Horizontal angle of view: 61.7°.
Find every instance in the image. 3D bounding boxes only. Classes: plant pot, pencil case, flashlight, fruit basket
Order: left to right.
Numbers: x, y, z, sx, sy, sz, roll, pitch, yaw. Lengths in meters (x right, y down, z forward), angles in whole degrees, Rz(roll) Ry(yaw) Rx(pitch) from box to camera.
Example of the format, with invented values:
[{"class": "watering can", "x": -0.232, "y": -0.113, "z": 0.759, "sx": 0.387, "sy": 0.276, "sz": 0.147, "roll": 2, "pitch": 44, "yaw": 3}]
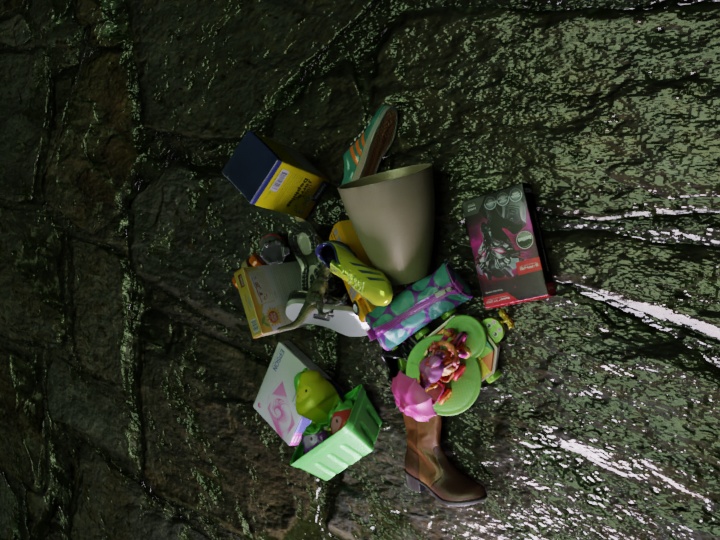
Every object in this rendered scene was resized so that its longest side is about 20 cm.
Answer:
[{"class": "flashlight", "x": -0.195, "y": -0.047, "z": 1.330, "sx": 0.068, "sy": 0.200, "sz": 0.068, "roll": 36, "pitch": 92, "yaw": -9}, {"class": "fruit basket", "x": -0.079, "y": 0.314, "z": 1.288, "sx": 0.211, "sy": 0.156, "sz": 0.220, "roll": 7, "pitch": 119, "yaw": 13}, {"class": "plant pot", "x": 0.067, "y": -0.082, "z": 1.154, "sx": 0.185, "sy": 0.186, "sz": 0.204, "roll": -4, "pitch": 105, "yaw": 36}, {"class": "pencil case", "x": 0.106, "y": 0.066, "z": 1.121, "sx": 0.199, "sy": 0.092, "sz": 0.086, "roll": -35, "pitch": 86, "yaw": 17}]

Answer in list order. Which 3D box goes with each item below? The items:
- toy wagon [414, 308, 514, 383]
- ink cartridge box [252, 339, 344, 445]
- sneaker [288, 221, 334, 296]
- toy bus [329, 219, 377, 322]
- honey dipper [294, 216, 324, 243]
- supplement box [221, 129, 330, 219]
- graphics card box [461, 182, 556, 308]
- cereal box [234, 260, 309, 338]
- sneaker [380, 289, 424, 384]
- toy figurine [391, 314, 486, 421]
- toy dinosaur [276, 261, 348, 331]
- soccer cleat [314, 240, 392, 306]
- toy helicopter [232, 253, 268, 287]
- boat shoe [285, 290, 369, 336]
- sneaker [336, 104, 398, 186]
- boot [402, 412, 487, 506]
[{"class": "toy wagon", "x": 0.198, "y": 0.145, "z": 1.131, "sx": 0.200, "sy": 0.039, "sz": 0.156, "roll": -41, "pitch": 78, "yaw": 25}, {"class": "ink cartridge box", "x": -0.151, "y": 0.301, "z": 1.413, "sx": 0.199, "sy": 0.043, "sz": 0.199, "roll": 36, "pitch": 113, "yaw": 30}, {"class": "sneaker", "x": -0.105, "y": -0.016, "z": 1.325, "sx": 0.075, "sy": 0.089, "sz": 0.204, "roll": -13, "pitch": 105, "yaw": -1}, {"class": "toy bus", "x": 0.000, "y": 0.000, "z": 1.241, "sx": 0.203, "sy": 0.064, "sz": 0.079, "roll": 67, "pitch": 152, "yaw": 23}, {"class": "honey dipper", "x": -0.088, "y": -0.062, "z": 1.342, "sx": 0.200, "sy": 0.038, "sz": 0.038, "roll": 48, "pitch": 118, "yaw": 25}, {"class": "supplement box", "x": -0.176, "y": -0.199, "z": 1.286, "sx": 0.109, "sy": 0.199, "sz": 0.110, "roll": 45, "pitch": 106, "yaw": 25}, {"class": "graphics card box", "x": 0.264, "y": -0.042, "z": 1.077, "sx": 0.124, "sy": 0.050, "sz": 0.204, "roll": -14, "pitch": 84, "yaw": 36}, {"class": "cereal box", "x": -0.169, "y": 0.057, "z": 1.309, "sx": 0.039, "sy": 0.198, "sz": 0.146, "roll": -26, "pitch": 78, "yaw": 38}, {"class": "sneaker", "x": 0.082, "y": 0.142, "z": 1.200, "sx": 0.073, "sy": 0.087, "sz": 0.205, "roll": -1, "pitch": 93, "yaw": 36}, {"class": "toy figurine", "x": 0.130, "y": 0.180, "z": 1.042, "sx": 0.149, "sy": 0.183, "sz": 0.202, "roll": 35, "pitch": 107, "yaw": 18}, {"class": "toy dinosaur", "x": -0.081, "y": 0.061, "z": 1.220, "sx": 0.087, "sy": 0.201, "sz": 0.048, "roll": 18, "pitch": 145, "yaw": 20}, {"class": "soccer cleat", "x": -0.016, "y": 0.007, "z": 1.138, "sx": 0.200, "sy": 0.083, "sz": 0.066, "roll": 41, "pitch": 116, "yaw": 40}, {"class": "toy helicopter", "x": -0.194, "y": 0.046, "z": 1.392, "sx": 0.200, "sy": 0.132, "sz": 0.079, "roll": 43, "pitch": 99, "yaw": -1}, {"class": "boat shoe", "x": -0.059, "y": 0.083, "z": 1.280, "sx": 0.196, "sy": 0.064, "sz": 0.071, "roll": 15, "pitch": 129, "yaw": -7}, {"class": "sneaker", "x": 0.006, "y": -0.250, "z": 1.238, "sx": 0.080, "sy": 0.071, "sz": 0.203, "roll": 36, "pitch": 109, "yaw": 33}, {"class": "boot", "x": 0.159, "y": 0.338, "z": 1.173, "sx": 0.186, "sy": 0.068, "sz": 0.205, "roll": 5, "pitch": 100, "yaw": 49}]
